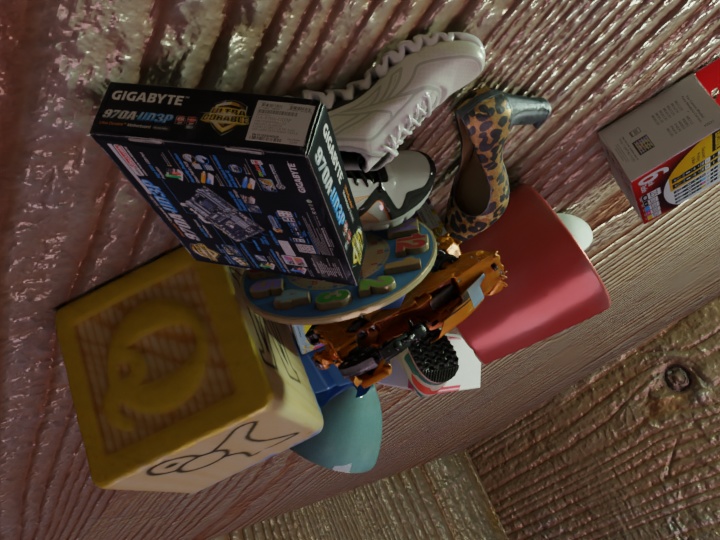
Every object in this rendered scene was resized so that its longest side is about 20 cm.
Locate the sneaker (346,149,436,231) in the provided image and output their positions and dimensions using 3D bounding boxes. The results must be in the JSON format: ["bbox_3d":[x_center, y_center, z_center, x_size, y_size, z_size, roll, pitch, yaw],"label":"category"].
[{"bbox_3d":[-0.014,-0.078,0.657,0.199,0.074,0.080,-19,155,-16],"label":"sneaker"}]

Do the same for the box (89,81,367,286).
[{"bbox_3d":[-0.087,-0.058,0.533,0.158,0.046,0.200,8,156,14],"label":"box"}]

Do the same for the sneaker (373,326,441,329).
[{"bbox_3d":[0.075,0.044,0.964,0.199,0.077,0.089,-17,139,-31],"label":"sneaker"}]

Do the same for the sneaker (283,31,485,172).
[{"bbox_3d":[0.019,-0.128,0.573,0.199,0.081,0.075,-27,156,0],"label":"sneaker"}]

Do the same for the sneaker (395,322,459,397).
[{"bbox_3d":[0.055,0.071,0.882,0.070,0.201,0.094,-13,151,-22],"label":"sneaker"}]

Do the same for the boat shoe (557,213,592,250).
[{"bbox_3d":[0.258,-0.036,1.055,0.199,0.071,0.072,-13,166,-17],"label":"boat shoe"}]

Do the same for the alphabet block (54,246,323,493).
[{"bbox_3d":[-0.176,0.113,0.749,0.194,0.197,0.200,-27,158,2],"label":"alphabet block"}]

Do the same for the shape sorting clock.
[{"bbox_3d":[-0.023,-0.011,0.679,0.199,0.200,0.039,-19,121,-15],"label":"shape sorting clock"}]

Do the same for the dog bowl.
[{"bbox_3d":[-0.045,0.137,1.028,0.199,0.112,0.050,-26,-172,44],"label":"dog bowl"}]

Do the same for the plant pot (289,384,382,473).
[{"bbox_3d":[-0.040,0.254,1.251,0.199,0.199,0.136,9,106,-54],"label":"plant pot"}]

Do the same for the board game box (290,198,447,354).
[{"bbox_3d":[0.000,0.000,0.800,0.199,0.105,0.103,-23,157,-8],"label":"board game box"}]

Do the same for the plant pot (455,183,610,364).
[{"bbox_3d":[0.193,0.015,0.896,0.177,0.201,0.200,-34,157,7],"label":"plant pot"}]

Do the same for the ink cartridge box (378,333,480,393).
[{"bbox_3d":[0.071,0.136,1.081,0.199,0.086,0.145,1,176,38],"label":"ink cartridge box"}]

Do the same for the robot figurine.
[{"bbox_3d":[0.040,0.041,0.676,0.199,0.058,0.145,-35,-155,-11],"label":"robot figurine"}]

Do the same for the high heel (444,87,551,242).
[{"bbox_3d":[0.106,-0.100,0.721,0.142,0.071,0.201,-11,138,-46],"label":"high heel"}]

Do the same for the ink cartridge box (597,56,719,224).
[{"bbox_3d":[0.424,-0.164,0.906,0.175,0.084,0.200,-33,156,18],"label":"ink cartridge box"}]
